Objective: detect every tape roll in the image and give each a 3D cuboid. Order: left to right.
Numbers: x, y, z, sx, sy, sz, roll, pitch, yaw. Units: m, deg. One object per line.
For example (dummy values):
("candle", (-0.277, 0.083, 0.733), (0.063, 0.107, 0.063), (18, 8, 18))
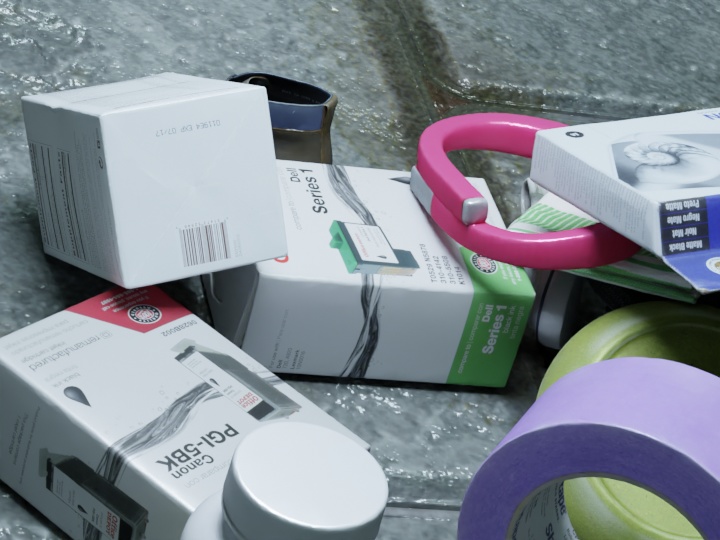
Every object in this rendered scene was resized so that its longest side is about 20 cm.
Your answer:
("tape roll", (0.161, 0.157, 1.369), (0.199, 0.201, 0.085), (27, 34, 15))

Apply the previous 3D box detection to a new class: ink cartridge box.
("ink cartridge box", (-0.115, 0.106, 1.422), (0.199, 0.083, 0.146), (34, 36, 25))
("ink cartridge box", (0.000, 0.000, 1.625), (0.198, 0.085, 0.146), (5, 35, -19))
("ink cartridge box", (0.243, -0.053, 1.541), (0.198, 0.041, 0.200), (-8, 27, -28))

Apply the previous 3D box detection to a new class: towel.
("towel", (0.197, -0.039, 1.653), (0.152, 0.024, 0.200), (14, 29, 23))

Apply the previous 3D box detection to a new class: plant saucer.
("plant saucer", (0.210, 0.107, 1.524), (0.198, 0.031, 0.202), (2, 66, -5))

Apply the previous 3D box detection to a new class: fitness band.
("fitness band", (0.116, -0.057, 1.617), (0.142, 0.038, 0.200), (-6, 28, -18))

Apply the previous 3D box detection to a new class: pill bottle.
("pill bottle", (-0.049, 0.181, 1.237), (0.110, 0.201, 0.112), (12, 34, -8))

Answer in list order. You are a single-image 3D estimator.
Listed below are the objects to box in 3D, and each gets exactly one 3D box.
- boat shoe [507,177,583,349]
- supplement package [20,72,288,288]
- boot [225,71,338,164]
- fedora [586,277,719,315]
("boat shoe", (0.131, -0.012, 1.719), (0.065, 0.072, 0.201), (9, 36, 6))
("supplement package", (-0.137, -0.063, 1.542), (0.113, 0.110, 0.200), (-11, 11, -20))
("boot", (-0.108, -0.116, 1.731), (0.199, 0.097, 0.075), (21, 33, 4))
("fedora", (0.241, 0.047, 1.661), (0.199, 0.092, 0.201), (12, 34, -8))
